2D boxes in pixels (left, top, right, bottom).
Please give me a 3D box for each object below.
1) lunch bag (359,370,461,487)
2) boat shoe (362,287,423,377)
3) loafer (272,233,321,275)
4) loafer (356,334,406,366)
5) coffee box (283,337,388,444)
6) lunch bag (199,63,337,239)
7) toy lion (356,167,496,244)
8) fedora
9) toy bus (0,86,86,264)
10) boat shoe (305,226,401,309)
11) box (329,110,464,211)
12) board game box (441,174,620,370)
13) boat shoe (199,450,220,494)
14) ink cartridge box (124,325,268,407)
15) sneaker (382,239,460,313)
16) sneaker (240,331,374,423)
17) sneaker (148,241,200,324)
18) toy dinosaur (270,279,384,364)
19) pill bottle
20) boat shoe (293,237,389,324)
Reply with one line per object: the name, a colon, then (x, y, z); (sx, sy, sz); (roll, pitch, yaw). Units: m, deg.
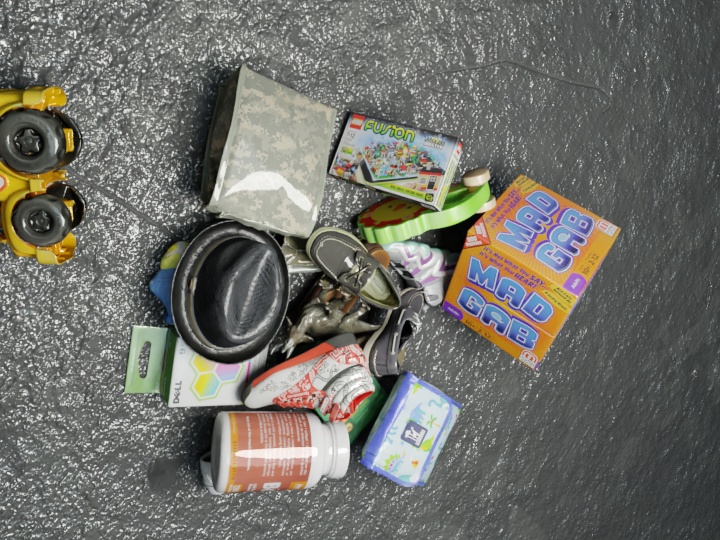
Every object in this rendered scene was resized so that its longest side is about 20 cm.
lunch bag: (0.084, 0.278, 1.044); (0.173, 0.126, 0.200); (-62, 147, -8)
boat shoe: (0.071, 0.100, 0.957); (0.200, 0.061, 0.074); (-50, 134, -46)
loafer: (-0.105, -0.035, 0.928); (0.196, 0.075, 0.071); (-14, 111, -28)
loafer: (0.017, 0.144, 0.990); (0.197, 0.075, 0.069); (-3, 81, -47)
coffee box: (-0.043, 0.198, 1.030); (0.123, 0.044, 0.202); (-45, 119, -18)
lunch bag: (-0.136, -0.156, 0.847); (0.161, 0.117, 0.205); (16, 77, -32)
toy lion: (0.098, -0.100, 0.973); (0.191, 0.197, 0.070); (-40, 121, -39)
fedora: (-0.161, 0.030, 0.810); (0.197, 0.091, 0.206); (0, 89, -35)
toy bus: (-0.433, -0.111, 0.691); (0.187, 0.136, 0.205); (-3, 105, -17)
boat shoe: (0.000, 0.001, 0.903); (0.072, 0.066, 0.200); (-52, 133, 1)
box: (0.054, -0.175, 0.930); (0.035, 0.197, 0.112); (21, 89, -62)
board game box: (0.293, 0.001, 1.033); (0.200, 0.198, 0.202); (-42, 156, -36)
boat shoe: (-0.166, 0.289, 0.963); (0.196, 0.072, 0.067); (-18, 114, -18)
ink cartridge box: (-0.244, 0.144, 0.888); (0.196, 0.059, 0.107); (6, 98, -31)
sneaker: (0.099, 0.022, 1.061); (0.196, 0.077, 0.144); (11, 93, -32)
sneaker: (-0.076, 0.184, 0.870); (0.198, 0.109, 0.067); (-28, 159, 0)
sneaker: (-0.230, 0.051, 0.882); (0.105, 0.076, 0.200); (-43, 117, 2)
toy dinosaur: (-0.049, 0.077, 0.928); (0.197, 0.078, 0.103); (2, 137, -46)
pill bottle: (-0.121, 0.272, 0.889); (0.195, 0.112, 0.115); (5, 98, -21)
boat shoe: (-0.038, 0.026, 0.984); (0.199, 0.070, 0.071); (-42, 134, -5)
